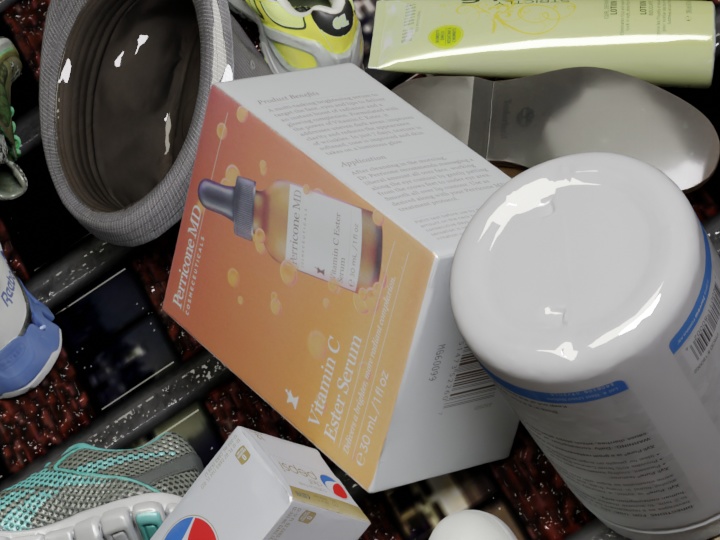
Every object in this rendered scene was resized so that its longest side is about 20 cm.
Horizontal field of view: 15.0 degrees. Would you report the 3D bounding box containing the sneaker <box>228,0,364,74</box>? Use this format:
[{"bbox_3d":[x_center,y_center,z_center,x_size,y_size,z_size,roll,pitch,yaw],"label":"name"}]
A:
[{"bbox_3d":[-0.049,-0.191,1.705,0.075,0.077,0.200,-19,53,-25],"label":"sneaker"}]

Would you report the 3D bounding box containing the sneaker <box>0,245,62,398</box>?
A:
[{"bbox_3d":[-0.267,-0.017,1.685,0.081,0.115,0.199,-42,51,-5],"label":"sneaker"}]

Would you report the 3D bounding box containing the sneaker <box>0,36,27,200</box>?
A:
[{"bbox_3d":[-0.244,-0.083,1.723,0.077,0.089,0.200,-29,13,15],"label":"sneaker"}]

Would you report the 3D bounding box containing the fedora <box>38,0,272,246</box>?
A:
[{"bbox_3d":[-0.114,-0.108,1.667,0.177,0.090,0.201,-30,60,37],"label":"fedora"}]

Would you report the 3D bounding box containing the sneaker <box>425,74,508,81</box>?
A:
[{"bbox_3d":[0.051,-0.193,1.665,0.077,0.085,0.201,-21,53,13],"label":"sneaker"}]

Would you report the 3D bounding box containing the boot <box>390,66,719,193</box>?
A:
[{"bbox_3d":[0.114,-0.070,1.562,0.199,0.075,0.074,7,71,22],"label":"boot"}]

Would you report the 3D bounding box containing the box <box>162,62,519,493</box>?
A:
[{"bbox_3d":[0.000,0.000,1.505,0.106,0.153,0.200,-12,37,-40],"label":"box"}]

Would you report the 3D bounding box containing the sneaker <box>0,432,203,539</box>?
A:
[{"bbox_3d":[-0.174,0.145,1.566,0.199,0.078,0.091,-10,40,15],"label":"sneaker"}]

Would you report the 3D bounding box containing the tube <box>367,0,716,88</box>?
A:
[{"bbox_3d":[0.105,-0.134,1.580,0.199,0.058,0.052,2,84,5],"label":"tube"}]

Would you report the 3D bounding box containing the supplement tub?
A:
[{"bbox_3d":[0.137,0.043,1.397,0.131,0.200,0.132,-12,55,18],"label":"supplement tub"}]

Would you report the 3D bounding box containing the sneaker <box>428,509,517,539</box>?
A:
[{"bbox_3d":[0.049,0.203,1.410,0.073,0.085,0.201,-11,54,21],"label":"sneaker"}]

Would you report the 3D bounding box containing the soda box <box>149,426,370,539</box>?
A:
[{"bbox_3d":[-0.087,0.182,1.459,0.200,0.068,0.064,-53,49,14],"label":"soda box"}]
